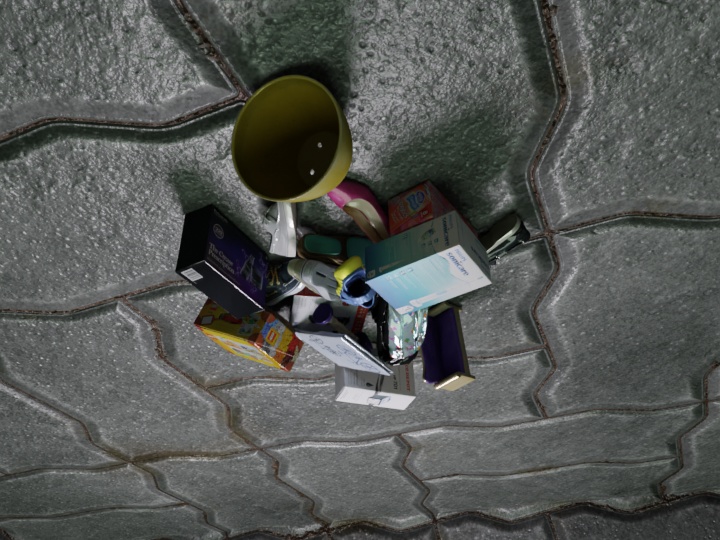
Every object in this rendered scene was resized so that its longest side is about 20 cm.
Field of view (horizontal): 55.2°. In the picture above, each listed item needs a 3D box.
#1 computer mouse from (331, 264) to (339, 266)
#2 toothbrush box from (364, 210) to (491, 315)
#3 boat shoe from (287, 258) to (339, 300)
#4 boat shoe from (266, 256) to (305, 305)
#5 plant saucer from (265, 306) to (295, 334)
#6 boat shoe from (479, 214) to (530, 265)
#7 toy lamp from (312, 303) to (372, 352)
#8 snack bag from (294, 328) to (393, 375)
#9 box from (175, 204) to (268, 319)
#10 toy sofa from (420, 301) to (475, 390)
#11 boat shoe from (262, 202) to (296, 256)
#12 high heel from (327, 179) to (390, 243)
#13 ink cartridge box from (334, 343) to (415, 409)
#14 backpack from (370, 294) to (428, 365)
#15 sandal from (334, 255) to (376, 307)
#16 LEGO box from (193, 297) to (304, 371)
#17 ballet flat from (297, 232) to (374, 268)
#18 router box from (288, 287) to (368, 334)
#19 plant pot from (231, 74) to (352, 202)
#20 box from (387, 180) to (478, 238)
[{"bbox_3d":[0.000,0.000,1.503,0.198,0.034,0.059,-3,144,22],"label":"computer mouse"},{"bbox_3d":[0.127,-0.009,1.306,0.199,0.086,0.146,-22,139,26],"label":"toothbrush box"},{"bbox_3d":[-0.087,0.010,1.430,0.062,0.072,0.200,20,171,22],"label":"boat shoe"},{"bbox_3d":[-0.188,0.018,1.506,0.090,0.071,0.200,18,143,-35],"label":"boat shoe"},{"bbox_3d":[-0.234,0.117,1.619,0.199,0.030,0.200,24,159,10],"label":"plant saucer"},{"bbox_3d":[0.271,-0.039,1.447,0.066,0.075,0.199,34,123,-24],"label":"boat shoe"},{"bbox_3d":[-0.034,0.146,1.623,0.058,0.059,0.200,-19,142,24],"label":"toy lamp"},{"bbox_3d":[-0.044,0.191,1.637,0.199,0.022,0.188,0,148,49],"label":"snack bag"},{"bbox_3d":[-0.276,-0.015,1.402,0.078,0.142,0.200,-20,141,21],"label":"box"},{"bbox_3d":[0.198,0.177,1.639,0.097,0.201,0.083,19,141,-34],"label":"toy sofa"},{"bbox_3d":[-0.161,-0.095,1.364,0.068,0.073,0.200,0,154,-4],"label":"boat shoe"},{"bbox_3d":[0.008,-0.098,1.333,0.067,0.097,0.200,-26,138,31],"label":"high heel"},{"bbox_3d":[0.037,0.273,1.812,0.198,0.147,0.086,10,141,-17],"label":"ink cartridge box"},{"bbox_3d":[0.092,0.099,1.581,0.126,0.167,0.201,-6,132,-9],"label":"backpack"},{"bbox_3d":[-0.004,0.044,1.418,0.079,0.087,0.200,-35,163,-2],"label":"sandal"},{"bbox_3d":[-0.251,0.143,1.552,0.199,0.078,0.149,11,154,35],"label":"LEGO box"},{"bbox_3d":[-0.044,-0.035,1.446,0.199,0.068,0.072,5,161,-26],"label":"ballet flat"},{"bbox_3d":[-0.078,0.099,1.648,0.178,0.049,0.201,4,144,-8],"label":"router box"},{"bbox_3d":[-0.091,-0.200,1.135,0.199,0.202,0.142,-17,167,21],"label":"plant pot"},{"bbox_3d":[0.151,-0.074,1.374,0.102,0.095,0.200,-24,139,27],"label":"box"}]
